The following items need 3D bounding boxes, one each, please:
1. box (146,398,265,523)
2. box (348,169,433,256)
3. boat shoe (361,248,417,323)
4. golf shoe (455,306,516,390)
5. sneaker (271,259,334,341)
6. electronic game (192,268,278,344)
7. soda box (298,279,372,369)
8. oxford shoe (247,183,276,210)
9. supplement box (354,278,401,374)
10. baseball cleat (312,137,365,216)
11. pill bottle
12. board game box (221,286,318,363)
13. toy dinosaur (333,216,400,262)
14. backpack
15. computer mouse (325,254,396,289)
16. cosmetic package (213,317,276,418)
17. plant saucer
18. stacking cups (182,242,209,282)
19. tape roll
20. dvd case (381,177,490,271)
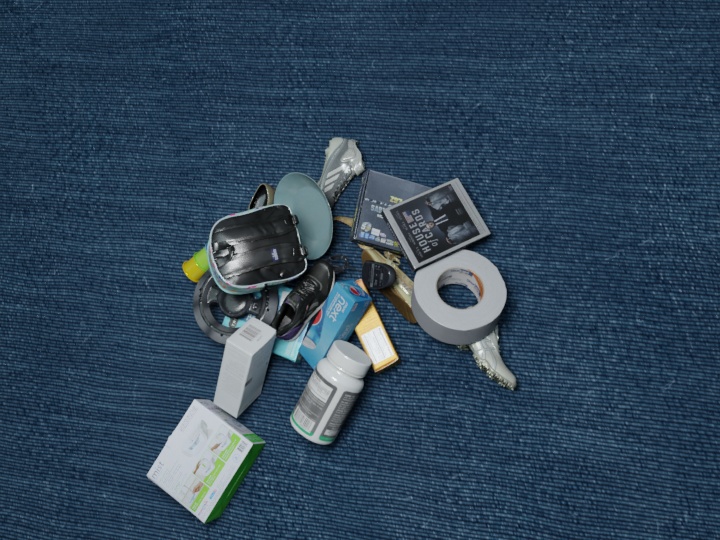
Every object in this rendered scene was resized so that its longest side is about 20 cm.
[{"bbox_3d":[-0.344,0.419,1.634,0.175,0.097,0.202,31,87,16],"label":"box"},{"bbox_3d":[0.085,-0.119,1.630,0.197,0.051,0.160,15,81,-15],"label":"box"},{"bbox_3d":[0.079,0.026,1.642,0.062,0.073,0.201,-34,80,-27],"label":"boat shoe"},{"bbox_3d":[0.274,0.162,1.570,0.097,0.078,0.200,-43,75,-5],"label":"golf shoe"},{"bbox_3d":[-0.125,0.065,1.612,0.075,0.088,0.202,30,86,15],"label":"sneaker"},{"bbox_3d":[-0.283,0.069,1.667,0.196,0.042,0.204,-1,76,3],"label":"electronic game"},{"bbox_3d":[-0.057,0.120,1.600,0.068,0.064,0.201,44,119,27],"label":"soda box"},{"bbox_3d":[-0.251,-0.109,1.726,0.069,0.075,0.203,11,82,13],"label":"oxford shoe"},{"bbox_3d":[0.020,0.125,1.632,0.068,0.067,0.202,-24,76,3],"label":"supplement box"},{"bbox_3d":[-0.046,-0.213,1.707,0.105,0.070,0.203,8,82,13],"label":"baseball cleat"},{"bbox_3d":[-0.061,0.260,1.575,0.112,0.113,0.202,32,103,15],"label":"pill bottle"},{"bbox_3d":[-0.206,0.106,1.691,0.197,0.047,0.153,19,83,14],"label":"board game box"},{"bbox_3d":[0.020,-0.100,1.678,0.199,0.058,0.102,35,89,16],"label":"toy dinosaur"},{"bbox_3d":[-0.233,-0.039,1.589,0.197,0.150,0.180,-14,82,-24],"label":"backpack"},{"bbox_3d":[0.000,0.000,1.620,0.198,0.034,0.060,14,102,37],"label":"computer mouse"},{"bbox_3d":[-0.253,0.213,1.601,0.073,0.102,0.202,28,128,15],"label":"cosmetic package"},{"bbox_3d":[-0.121,-0.127,1.683,0.199,0.038,0.204,19,117,40],"label":"plant saucer"},{"bbox_3d":[-0.326,-0.049,1.709,0.199,0.060,0.061,-35,74,21],"label":"stacking cups"},{"bbox_3d":[0.208,0.054,1.566,0.197,0.067,0.203,1,57,-1],"label":"tape roll"},{"bbox_3d":[0.163,-0.102,1.592,0.198,0.025,0.152,-24,75,-19],"label":"dvd case"}]
